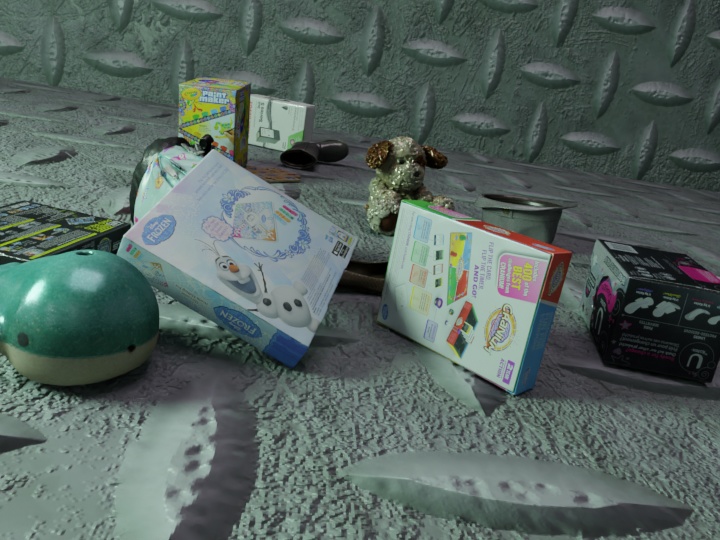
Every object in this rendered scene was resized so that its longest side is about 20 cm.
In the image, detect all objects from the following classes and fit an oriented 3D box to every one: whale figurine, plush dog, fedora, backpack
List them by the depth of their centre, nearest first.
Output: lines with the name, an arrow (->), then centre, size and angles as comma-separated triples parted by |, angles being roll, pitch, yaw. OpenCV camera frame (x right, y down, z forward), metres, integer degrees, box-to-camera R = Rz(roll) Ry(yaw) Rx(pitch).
whale figurine -> -0.271, 0.022, 0.580 | 0.200, 0.104, 0.159 | 21, 21, 26
backpack -> -0.207, -0.061, 0.829 | 0.126, 0.167, 0.200 | -19, 46, -42
plush dog -> 0.075, -0.170, 1.256 | 0.200, 0.172, 0.160 | -4, 22, -36
fedora -> 0.320, -0.097, 1.296 | 0.200, 0.090, 0.177 | 10, 15, 23

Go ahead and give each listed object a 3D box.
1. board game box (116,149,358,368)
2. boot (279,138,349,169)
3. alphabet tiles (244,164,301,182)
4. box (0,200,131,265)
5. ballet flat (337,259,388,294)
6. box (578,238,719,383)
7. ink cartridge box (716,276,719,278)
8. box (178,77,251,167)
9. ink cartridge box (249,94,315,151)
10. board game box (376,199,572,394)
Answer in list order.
board game box -> -0.117, -0.022, 0.692 | 0.199, 0.043, 0.200 | 33, 36, -7
boot -> -0.121, -0.321, 1.794 | 0.182, 0.073, 0.200 | -5, 11, 0
alphabet tiles -> -0.245, -0.230, 1.550 | 0.167, 0.008, 0.200 | 23, 21, 37
box -> -0.398, -0.032, 0.783 | 0.160, 0.044, 0.200 | 13, 18, 7
ballet flat -> 0.000, 0.000, 0.892 | 0.200, 0.046, 0.067 | 4, 19, -20
box -> 0.370, 0.045, 0.844 | 0.132, 0.115, 0.200 | 10, 16, 6
ink cartridge box -> 0.570, 0.063, 1.017 | 0.161, 0.050, 0.200 | 3, 23, -22
box -> -0.321, -0.320, 1.460 | 0.122, 0.193, 0.200 | 6, 20, -2
ink cartridge box -> -0.249, -0.441, 1.977 | 0.200, 0.146, 0.084 | 14, 19, 13
board game box -> 0.113, 0.022, 0.714 | 0.040, 0.153, 0.200 | -6, 24, -45
